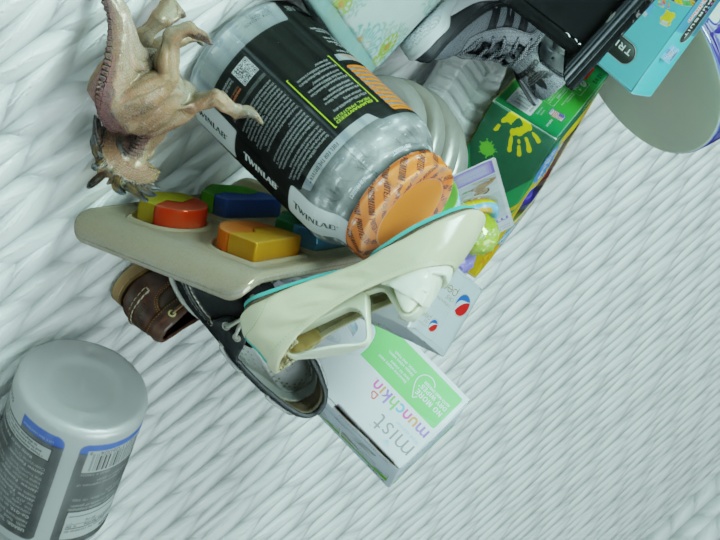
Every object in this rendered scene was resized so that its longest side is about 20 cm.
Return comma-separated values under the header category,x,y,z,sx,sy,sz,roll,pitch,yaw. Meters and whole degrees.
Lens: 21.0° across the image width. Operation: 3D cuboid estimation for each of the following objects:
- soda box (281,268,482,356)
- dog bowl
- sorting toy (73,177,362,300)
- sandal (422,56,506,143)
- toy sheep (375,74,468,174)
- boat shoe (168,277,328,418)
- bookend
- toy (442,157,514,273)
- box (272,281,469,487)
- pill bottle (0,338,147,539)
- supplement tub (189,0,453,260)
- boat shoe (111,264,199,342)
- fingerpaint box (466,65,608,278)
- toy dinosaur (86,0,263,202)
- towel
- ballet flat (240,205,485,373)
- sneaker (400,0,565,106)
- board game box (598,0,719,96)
category,x,y,z,sx,sy,sz,roll,pitch,yaw
soda box,0.000,0.000,1.613,0.064,0.200,0.068,39,79,-47
dog bowl,0.300,-0.216,1.852,0.079,0.200,0.200,-30,151,-26
sorting toy,-0.095,-0.035,1.534,0.200,0.185,0.037,-17,120,-49
sandal,0.061,-0.130,1.776,0.203,0.082,0.050,-48,-162,8
toy sheep,0.029,-0.099,1.685,0.138,0.138,0.200,-48,152,5
boat shoe,-0.090,0.048,1.615,0.074,0.060,0.200,-34,124,-3
bookend,0.157,-0.288,1.534,0.199,0.200,0.092,-47,-166,27
toy,0.080,-0.028,1.671,0.115,0.047,0.200,-25,159,2
box,-0.008,0.092,1.784,0.097,0.200,0.177,-43,172,-10
pill bottle,-0.258,0.165,1.648,0.114,0.114,0.200,-21,146,-43
supplement tub,-0.029,-0.105,1.493,0.122,0.200,0.123,-35,154,-21
boat shoe,-0.120,0.008,1.683,0.200,0.070,0.071,-28,149,-38
fingerpaint box,0.148,-0.109,1.848,0.167,0.073,0.200,-61,173,30
toy dinosaur,-0.162,-0.122,1.404,0.135,0.086,0.200,-37,150,-3
towel,0.027,-0.254,1.539,0.171,0.048,0.200,-44,156,-3
ballet flat,0.010,0.020,1.436,0.199,0.070,0.069,-24,155,3
sneaker,0.125,-0.194,1.679,0.200,0.114,0.075,-31,176,-44
board game box,0.256,-0.281,1.740,0.200,0.151,0.047,-55,155,20
